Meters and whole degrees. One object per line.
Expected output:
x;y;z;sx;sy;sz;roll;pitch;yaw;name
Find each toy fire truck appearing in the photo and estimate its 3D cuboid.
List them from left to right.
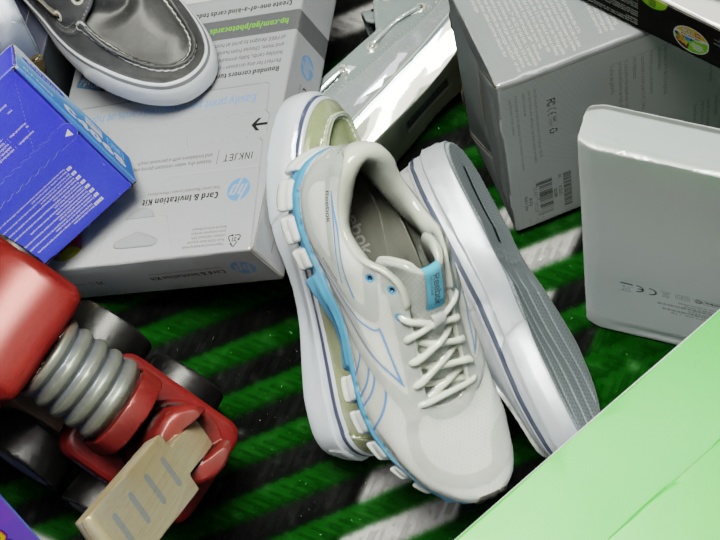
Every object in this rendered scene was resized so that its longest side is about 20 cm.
-0.141;0.070;1.001;0.176;0.200;0.129;38;74;-15;toy fire truck

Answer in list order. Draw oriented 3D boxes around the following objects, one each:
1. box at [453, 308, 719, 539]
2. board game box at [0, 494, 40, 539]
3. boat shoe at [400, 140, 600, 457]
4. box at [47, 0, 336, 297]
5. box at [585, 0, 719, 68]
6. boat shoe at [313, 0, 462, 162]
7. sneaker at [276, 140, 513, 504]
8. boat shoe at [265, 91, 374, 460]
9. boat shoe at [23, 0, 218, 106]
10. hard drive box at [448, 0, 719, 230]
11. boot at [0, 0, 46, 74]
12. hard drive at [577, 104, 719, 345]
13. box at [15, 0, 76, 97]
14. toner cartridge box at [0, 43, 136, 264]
0.144;0.129;0.968;0.200;0.177;0.097;-39;65;-12;box
-0.225;0.104;1.017;0.045;0.135;0.200;-43;44;-14;board game box
0.066;0.027;1.098;0.067;0.074;0.200;-34;60;19;boat shoe
-0.100;-0.086;1.153;0.156;0.041;0.200;-6;60;29;box
0.174;-0.166;1.012;0.200;0.035;0.110;31;71;21;box
0.027;-0.131;1.168;0.071;0.070;0.201;39;78;16;boat shoe
0.024;0.025;1.007;0.075;0.087;0.200;-28;92;-22;sneaker
0.000;0.000;1.083;0.062;0.072;0.200;-12;87;34;boat shoe
-0.159;-0.171;1.135;0.070;0.066;0.200;-40;68;-12;boat shoe
0.157;-0.121;1.099;0.200;0.156;0.077;-21;62;-3;hard drive box
-0.254;-0.169;1.149;0.097;0.075;0.200;-20;73;-13;boot
0.177;-0.010;1.017;0.132;0.200;0.026;14;66;14;hard drive
-0.233;-0.179;1.226;0.141;0.079;0.200;5;65;7;box
-0.228;-0.020;1.106;0.200;0.095;0.043;-41;25;7;toner cartridge box
